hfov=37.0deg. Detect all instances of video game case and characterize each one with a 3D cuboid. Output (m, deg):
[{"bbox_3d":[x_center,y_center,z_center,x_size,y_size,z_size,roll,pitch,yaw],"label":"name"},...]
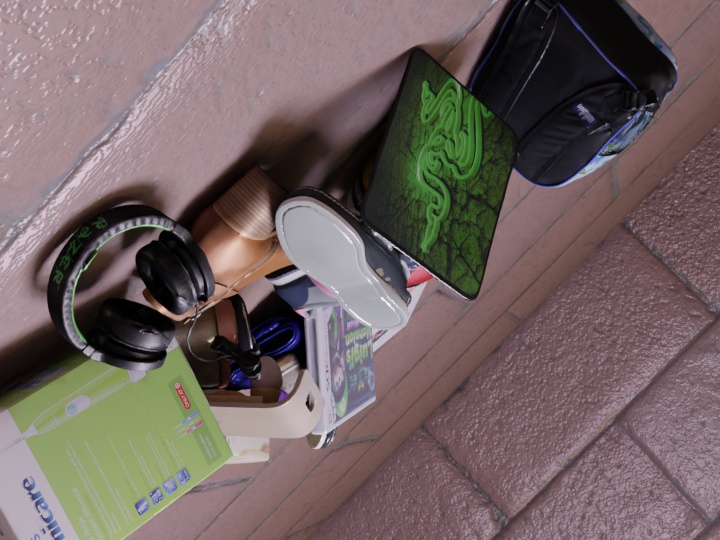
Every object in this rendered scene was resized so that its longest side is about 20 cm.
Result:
[{"bbox_3d":[-0.023,0.088,1.309,0.023,0.183,0.200,-2,-176,17],"label":"video game case"}]

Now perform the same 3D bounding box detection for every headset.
[{"bbox_3d":[-0.155,0.032,0.857,0.124,0.094,0.200,-54,143,-6],"label":"headset"}]

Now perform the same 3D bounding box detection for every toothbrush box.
[{"bbox_3d":[-0.230,0.149,0.911,0.200,0.146,0.086,-35,-166,-38],"label":"toothbrush box"}]

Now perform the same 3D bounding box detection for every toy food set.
[{"bbox_3d":[-0.143,0.123,1.077,0.144,0.199,0.061,74,19,-70],"label":"toy food set"}]

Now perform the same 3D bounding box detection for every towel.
[{"bbox_3d":[-0.105,0.097,1.328,0.147,0.050,0.200,-33,169,15],"label":"towel"}]

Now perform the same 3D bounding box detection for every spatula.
[{"bbox_3d":[-0.115,0.106,1.191,0.021,0.056,0.201,-51,140,-40],"label":"spatula"}]

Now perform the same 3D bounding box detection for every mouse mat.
[{"bbox_3d":[0.080,-0.091,1.012,0.008,0.161,0.201,-15,-131,47],"label":"mouse mat"}]

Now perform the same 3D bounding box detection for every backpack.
[{"bbox_3d":[0.228,-0.198,1.162,0.147,0.183,0.200,-31,165,-38],"label":"backpack"}]

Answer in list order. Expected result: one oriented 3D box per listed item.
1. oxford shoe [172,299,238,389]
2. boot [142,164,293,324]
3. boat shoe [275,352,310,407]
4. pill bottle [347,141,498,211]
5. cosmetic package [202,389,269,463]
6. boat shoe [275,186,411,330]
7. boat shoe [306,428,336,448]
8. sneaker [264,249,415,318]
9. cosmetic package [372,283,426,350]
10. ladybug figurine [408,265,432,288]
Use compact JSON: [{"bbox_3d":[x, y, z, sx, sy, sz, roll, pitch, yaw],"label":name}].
[{"bbox_3d":[-0.171,0.079,1.113,0.074,0.071,0.200,-7,158,-14],"label":"oxford shoe"},{"bbox_3d":[-0.109,-0.008,0.999,0.155,0.074,0.200,-46,153,2],"label":"boot"},{"bbox_3d":[-0.082,0.151,1.312,0.074,0.069,0.200,-31,169,0],"label":"boat shoe"},{"bbox_3d":[0.054,-0.084,1.140,0.111,0.111,0.200,-26,156,-50],"label":"pill bottle"},{"bbox_3d":[-0.177,0.184,1.245,0.105,0.071,0.200,-5,167,9],"label":"cosmetic package"},{"bbox_3d":[-0.013,-0.020,0.975,0.200,0.075,0.061,56,35,-48],"label":"boat shoe"},{"bbox_3d":[-0.030,0.151,1.423,0.075,0.066,0.200,-51,-153,38],"label":"boat shoe"},{"bbox_3d":[0.000,0.000,1.113,0.199,0.082,0.070,-11,-143,33],"label":"sneaker"},{"bbox_3d":[0.022,0.061,1.575,0.151,0.052,0.200,-40,165,-28],"label":"cosmetic package"},{"bbox_3d":[0.073,-0.047,1.270,0.135,0.072,0.200,19,125,-28],"label":"ladybug figurine"}]
